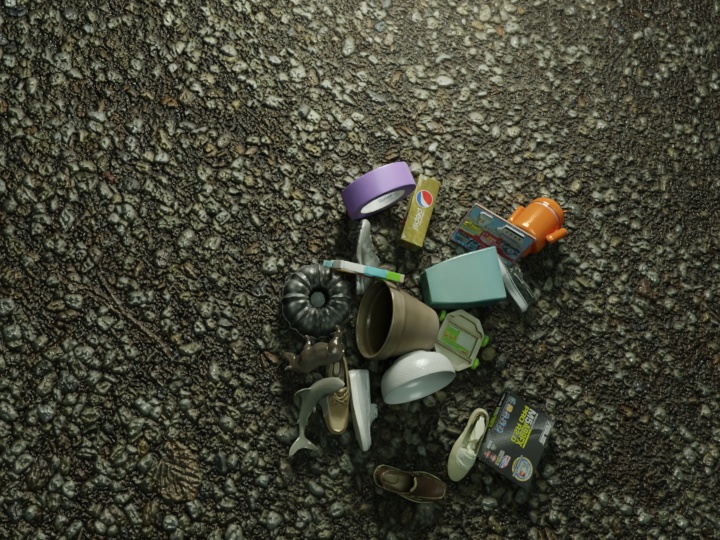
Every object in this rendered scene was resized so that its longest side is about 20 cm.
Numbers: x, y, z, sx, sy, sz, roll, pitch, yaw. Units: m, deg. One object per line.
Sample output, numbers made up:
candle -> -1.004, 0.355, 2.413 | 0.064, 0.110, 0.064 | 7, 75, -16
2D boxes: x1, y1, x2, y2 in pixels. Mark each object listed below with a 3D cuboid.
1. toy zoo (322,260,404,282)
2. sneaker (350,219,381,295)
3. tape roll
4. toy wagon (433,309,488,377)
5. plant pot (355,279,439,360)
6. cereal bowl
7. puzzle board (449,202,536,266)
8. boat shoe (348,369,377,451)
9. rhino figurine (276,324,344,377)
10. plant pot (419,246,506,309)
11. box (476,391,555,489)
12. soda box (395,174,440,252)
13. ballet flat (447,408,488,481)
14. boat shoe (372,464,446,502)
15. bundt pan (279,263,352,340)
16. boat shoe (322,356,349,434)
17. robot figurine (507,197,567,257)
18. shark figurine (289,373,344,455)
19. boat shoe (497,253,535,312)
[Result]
toy zoo -> 0.000, 0.000, 1.410 | 0.195, 0.131, 0.021 | 13, 87, -13
sneaker -> 0.018, -0.035, 1.522 | 0.080, 0.075, 0.206 | 2, 89, -17
tape roll -> 0.048, -0.211, 1.490 | 0.196, 0.200, 0.067 | -23, 82, -15
toy wagon -> 0.257, 0.210, 1.531 | 0.153, 0.040, 0.203 | 29, 76, -5
plant pot -> 0.104, 0.142, 1.451 | 0.170, 0.199, 0.205 | 14, 75, -27
cereal bowl -> 0.138, 0.263, 1.422 | 0.195, 0.202, 0.085 | -14, 62, -14
puzzle board -> 0.367, -0.088, 1.563 | 0.197, 0.151, 0.018 | 29, 48, -5
boat shoe -> 0.011, 0.357, 1.440 | 0.067, 0.072, 0.205 | -7, 71, -13
rhino figurine -> -0.127, 0.214, 1.415 | 0.196, 0.060, 0.089 | -21, 57, 11
plant pot -> 0.270, 0.033, 1.523 | 0.195, 0.141, 0.145 | -9, 80, -7
box -> 0.418, 0.457, 1.512 | 0.158, 0.044, 0.203 | 32, 74, -4
soda box -> 0.163, -0.161, 1.575 | 0.066, 0.064, 0.204 | 20, 76, -7
ballet flat -> 0.289, 0.460, 1.473 | 0.068, 0.069, 0.203 | 28, 75, -5
boat shoe -> 0.130, 0.548, 1.416 | 0.197, 0.075, 0.077 | 14, 76, -9
bundt pan -> -0.111, 0.075, 1.463 | 0.196, 0.076, 0.208 | 3, 77, -12
boat shoe -> -0.062, 0.315, 1.429 | 0.069, 0.065, 0.206 | -1, 79, -12
robot figurine -> 0.511, -0.129, 1.615 | 0.200, 0.143, 0.117 | -43, 105, -17
shark figurine -> -0.136, 0.338, 1.393 | 0.089, 0.128, 0.218 | 22, 99, -44
boat shoe -> 0.427, 0.021, 1.585 | 0.070, 0.072, 0.202 | -37, 103, -10
